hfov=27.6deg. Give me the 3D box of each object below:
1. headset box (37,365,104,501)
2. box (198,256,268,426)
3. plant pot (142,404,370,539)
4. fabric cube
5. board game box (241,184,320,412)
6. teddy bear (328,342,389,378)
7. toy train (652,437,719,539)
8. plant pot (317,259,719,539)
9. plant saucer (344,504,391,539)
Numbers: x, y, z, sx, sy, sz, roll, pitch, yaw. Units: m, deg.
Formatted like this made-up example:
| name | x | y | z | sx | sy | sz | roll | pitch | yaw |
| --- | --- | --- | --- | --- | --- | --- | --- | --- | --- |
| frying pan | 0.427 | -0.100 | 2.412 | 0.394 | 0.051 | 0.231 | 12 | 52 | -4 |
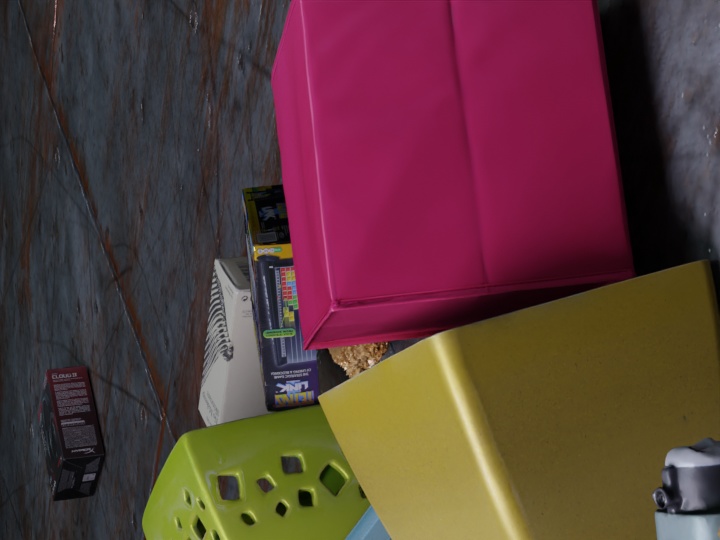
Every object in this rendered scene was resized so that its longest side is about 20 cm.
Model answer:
| name | x | y | z | sx | sy | sz | roll | pitch | yaw |
| --- | --- | --- | --- | --- | --- | --- | --- | --- | --- |
| headset box | -0.507 | 0.274 | 2.546 | 0.149 | 0.076 | 0.201 | 116 | 142 | -50 |
| box | -0.131 | 0.089 | 1.633 | 0.082 | 0.068 | 0.202 | -130 | 43 | -53 |
| plant pot | -0.075 | 0.257 | 1.374 | 0.183 | 0.197 | 0.200 | 67 | 150 | 26 |
| fabric cube | 0.053 | -0.066 | 0.972 | 0.196 | 0.198 | 0.202 | 127 | 136 | -76 |
| board game box | -0.078 | 0.022 | 1.432 | 0.200 | 0.056 | 0.167 | -111 | 15 | -70 |
| teddy bear | 0.000 | 0.000 | 1.336 | 0.201 | 0.066 | 0.146 | -113 | 39 | -52 |
| toy train | 0.211 | 0.183 | 0.775 | 0.085 | 0.113 | 0.202 | 170 | 96 | -66 |
| plant pot | 0.116 | 0.121 | 0.913 | 0.200 | 0.198 | 0.178 | -35 | 70 | 63 |
| plant saucer | -0.012 | 0.259 | 1.231 | 0.201 | 0.019 | 0.070 | -52 | 19 | 0 |
